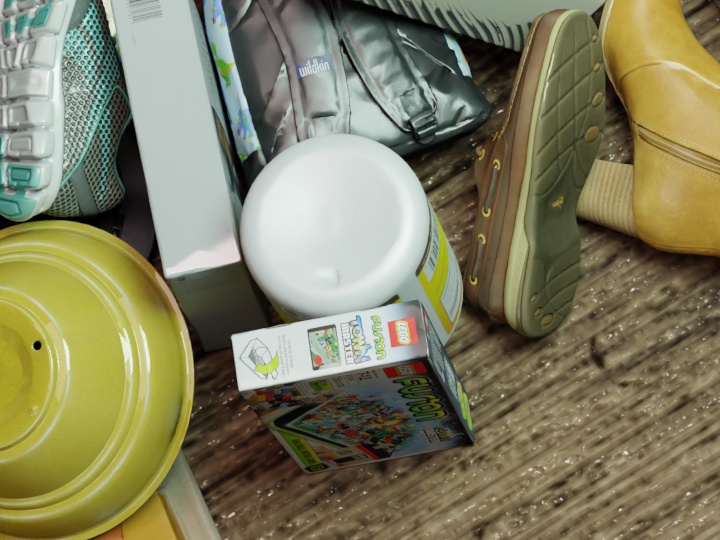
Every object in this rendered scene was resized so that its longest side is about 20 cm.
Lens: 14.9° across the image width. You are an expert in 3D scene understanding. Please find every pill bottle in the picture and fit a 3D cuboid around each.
[{"bbox_3d":[0.000,0.000,1.624,0.109,0.200,0.109,-3,72,9],"label":"pill bottle"}]

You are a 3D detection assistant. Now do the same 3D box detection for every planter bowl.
[{"bbox_3d":[-0.207,0.065,1.647,0.200,0.083,0.201,-2,84,20],"label":"planter bowl"}]

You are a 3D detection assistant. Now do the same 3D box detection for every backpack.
[{"bbox_3d":[-0.027,-0.154,1.717,0.163,0.154,0.200,-21,88,-6],"label":"backpack"}]

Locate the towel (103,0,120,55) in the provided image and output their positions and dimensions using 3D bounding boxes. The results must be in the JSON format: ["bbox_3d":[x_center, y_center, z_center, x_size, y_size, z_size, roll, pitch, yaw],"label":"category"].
[{"bbox_3d":[-0.220,-0.202,1.787,0.200,0.018,0.086,35,81,-4],"label":"towel"}]

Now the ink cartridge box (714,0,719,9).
[{"bbox_3d":[0.266,-0.235,1.713,0.146,0.085,0.200,-33,72,0],"label":"ink cartridge box"}]

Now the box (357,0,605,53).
[{"bbox_3d":[0.049,-0.197,1.658,0.068,0.200,0.082,-41,49,38],"label":"box"}]

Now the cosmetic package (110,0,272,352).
[{"bbox_3d":[-0.104,-0.068,1.691,0.052,0.151,0.200,-12,71,0],"label":"cosmetic package"}]

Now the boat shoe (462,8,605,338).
[{"bbox_3d":[0.098,-0.062,1.666,0.068,0.072,0.200,17,106,34],"label":"boat shoe"}]

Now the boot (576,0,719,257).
[{"bbox_3d":[0.215,-0.107,1.674,0.144,0.071,0.201,12,87,30],"label":"boot"}]

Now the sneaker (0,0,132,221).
[{"bbox_3d":[-0.178,-0.124,1.703,0.078,0.091,0.200,0,81,47],"label":"sneaker"}]

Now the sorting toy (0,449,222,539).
[{"bbox_3d":[-0.189,0.162,1.695,0.185,0.036,0.200,-27,70,1],"label":"sorting toy"}]

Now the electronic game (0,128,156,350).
[{"bbox_3d":[-0.229,-0.032,1.760,0.200,0.042,0.200,-1,69,3],"label":"electronic game"}]

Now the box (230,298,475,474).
[{"bbox_3d":[-0.001,0.070,1.602,0.110,0.200,0.035,-11,71,7],"label":"box"}]
